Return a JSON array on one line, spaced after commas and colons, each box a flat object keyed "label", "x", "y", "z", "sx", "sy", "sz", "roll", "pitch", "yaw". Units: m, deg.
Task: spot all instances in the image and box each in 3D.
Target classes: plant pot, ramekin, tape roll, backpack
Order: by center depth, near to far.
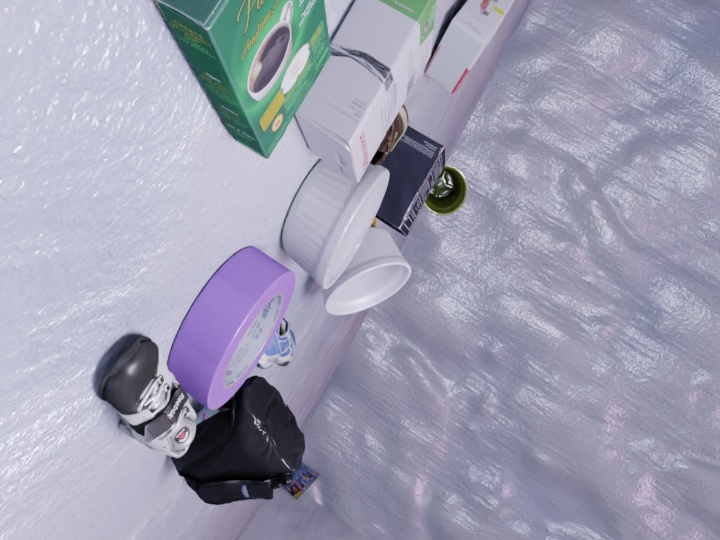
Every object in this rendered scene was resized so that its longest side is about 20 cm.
[{"label": "tape roll", "x": -0.163, "y": 0.074, "z": 0.735, "sx": 0.204, "sy": 0.064, "sz": 0.200, "roll": -60, "pitch": 174, "yaw": -11}, {"label": "backpack", "x": -0.191, "y": 0.265, "z": 0.863, "sx": 0.197, "sy": 0.170, "sz": 0.126, "roll": -31, "pitch": -179, "yaw": 26}, {"label": "ramekin", "x": -0.042, "y": -0.083, "z": 0.864, "sx": 0.206, "sy": 0.092, "sz": 0.203, "roll": -60, "pitch": 173, "yaw": -11}, {"label": "ramekin", "x": 0.000, "y": 0.000, "z": 1.173, "sx": 0.195, "sy": 0.100, "sz": 0.202, "roll": -21, "pitch": 156, "yaw": -9}, {"label": "plant pot", "x": 0.345, "y": -0.352, "z": 2.366, "sx": 0.204, "sy": 0.196, "sz": 0.191, "roll": -61, "pitch": -176, "yaw": 18}]

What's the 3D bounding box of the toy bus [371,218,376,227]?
[{"label": "toy bus", "x": -0.015, "y": -0.063, "z": 1.263, "sx": 0.079, "sy": 0.064, "sz": 0.202, "roll": -55, "pitch": 172, "yaw": -29}]

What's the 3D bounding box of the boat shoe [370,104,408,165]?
[{"label": "boat shoe", "x": 0.031, "y": -0.224, "z": 0.929, "sx": 0.076, "sy": 0.074, "sz": 0.203, "roll": -52, "pitch": 173, "yaw": -7}]

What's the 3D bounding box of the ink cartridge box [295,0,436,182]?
[{"label": "ink cartridge box", "x": 0.009, "y": -0.230, "z": 0.679, "sx": 0.204, "sy": 0.083, "sz": 0.146, "roll": -60, "pitch": 173, "yaw": -5}]

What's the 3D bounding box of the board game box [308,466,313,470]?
[{"label": "board game box", "x": -0.388, "y": 1.250, "z": 3.437, "sx": 0.200, "sy": 0.200, "sz": 0.062, "roll": -45, "pitch": 175, "yaw": 10}]

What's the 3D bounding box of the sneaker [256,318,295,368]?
[{"label": "sneaker", "x": -0.145, "y": 0.120, "z": 0.997, "sx": 0.078, "sy": 0.075, "sz": 0.200, "roll": -55, "pitch": 175, "yaw": 4}]

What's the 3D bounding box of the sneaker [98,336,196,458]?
[{"label": "sneaker", "x": -0.207, "y": 0.140, "z": 0.584, "sx": 0.075, "sy": 0.087, "sz": 0.202, "roll": -53, "pitch": 169, "yaw": -31}]

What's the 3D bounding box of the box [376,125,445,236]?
[{"label": "box", "x": 0.098, "y": -0.202, "z": 1.296, "sx": 0.203, "sy": 0.121, "sz": 0.200, "roll": -62, "pitch": 171, "yaw": 3}]

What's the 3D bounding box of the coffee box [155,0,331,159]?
[{"label": "coffee box", "x": -0.074, "y": -0.181, "z": 0.428, "sx": 0.125, "sy": 0.043, "sz": 0.200, "roll": -60, "pitch": 174, "yaw": -8}]

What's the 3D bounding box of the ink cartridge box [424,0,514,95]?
[{"label": "ink cartridge box", "x": 0.232, "y": -0.498, "z": 1.190, "sx": 0.202, "sy": 0.082, "sz": 0.146, "roll": -56, "pitch": 180, "yaw": -32}]
